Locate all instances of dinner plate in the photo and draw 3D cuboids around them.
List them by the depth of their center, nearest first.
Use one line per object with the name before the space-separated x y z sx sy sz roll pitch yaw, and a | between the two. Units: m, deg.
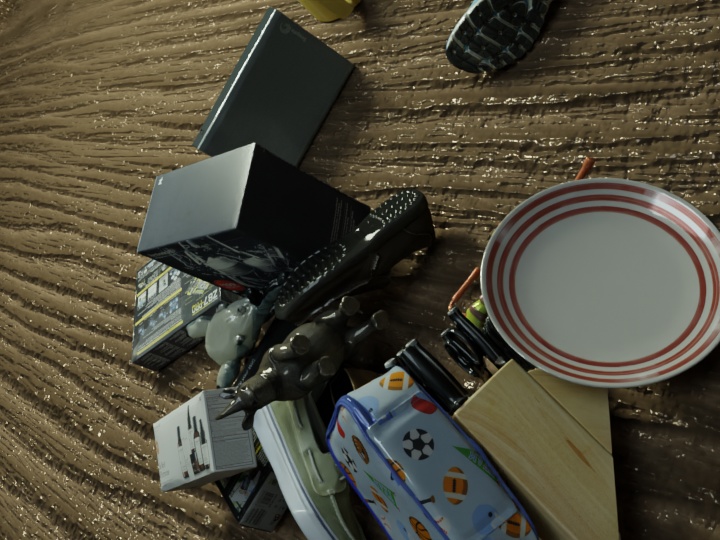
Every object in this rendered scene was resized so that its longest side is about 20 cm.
dinner plate | 0.198 0.009 0.731 0.199 0.024 0.201 -6 54 8

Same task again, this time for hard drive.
hard drive | -0.111 -0.216 1.175 0.033 0.139 0.200 34 96 52

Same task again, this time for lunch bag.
lunch bag | 0.052 0.185 0.728 0.200 0.075 0.160 54 156 17

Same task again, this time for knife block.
knife block | 0.105 0.131 0.715 0.064 0.175 0.201 94 179 -64

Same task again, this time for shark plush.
shark plush | -0.133 0.050 1.054 0.091 0.083 0.200 49 134 23

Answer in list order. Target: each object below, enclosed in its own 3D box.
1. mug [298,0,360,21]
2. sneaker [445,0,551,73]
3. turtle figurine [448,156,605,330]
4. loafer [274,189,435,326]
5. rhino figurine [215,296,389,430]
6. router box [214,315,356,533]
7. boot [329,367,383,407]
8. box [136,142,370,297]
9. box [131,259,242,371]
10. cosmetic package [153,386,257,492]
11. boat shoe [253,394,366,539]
mug | -0.060 -0.443 1.239 0.186 0.153 0.150 35 95 51
sneaker | 0.169 -0.299 0.983 0.200 0.078 0.090 -47 22 14
turtle figurine | 0.160 -0.001 0.810 0.200 0.064 0.161 -47 42 17
loafer | 0.000 0.000 0.950 0.200 0.071 0.073 -36 24 3
rhino figurine | -0.063 0.093 0.874 0.060 0.200 0.087 55 141 1
router box | -0.093 0.162 1.010 0.200 0.051 0.149 -58 37 6
boot | 0.020 0.175 0.860 0.074 0.075 0.200 -44 43 20
box | -0.125 -0.047 1.062 0.200 0.182 0.104 -10 62 45
box | -0.240 0.026 1.256 0.200 0.049 0.162 -34 45 31
cosmetic package | -0.171 0.184 0.967 0.200 0.050 0.083 -36 59 58
boat shoe | -0.043 0.198 0.885 0.062 0.072 0.200 -35 70 9
